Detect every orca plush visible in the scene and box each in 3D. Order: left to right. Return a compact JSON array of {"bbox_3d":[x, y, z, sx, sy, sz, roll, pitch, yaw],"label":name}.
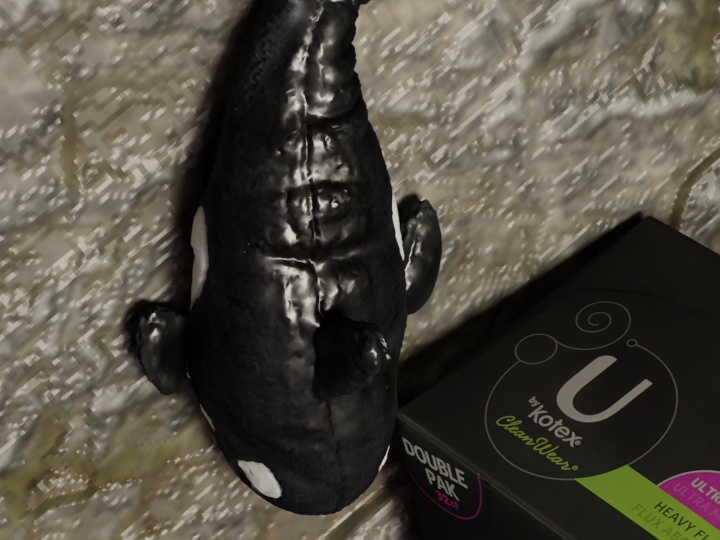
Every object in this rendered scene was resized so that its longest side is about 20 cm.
[{"bbox_3d":[0.000,0.000,0.827,0.105,0.071,0.200,-4,122,-36],"label":"orca plush"}]

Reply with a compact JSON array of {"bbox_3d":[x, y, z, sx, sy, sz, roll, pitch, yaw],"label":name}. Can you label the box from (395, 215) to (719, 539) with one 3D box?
[{"bbox_3d":[0.116,0.113,0.933,0.124,0.148,0.200,-36,137,-24],"label":"box"}]
